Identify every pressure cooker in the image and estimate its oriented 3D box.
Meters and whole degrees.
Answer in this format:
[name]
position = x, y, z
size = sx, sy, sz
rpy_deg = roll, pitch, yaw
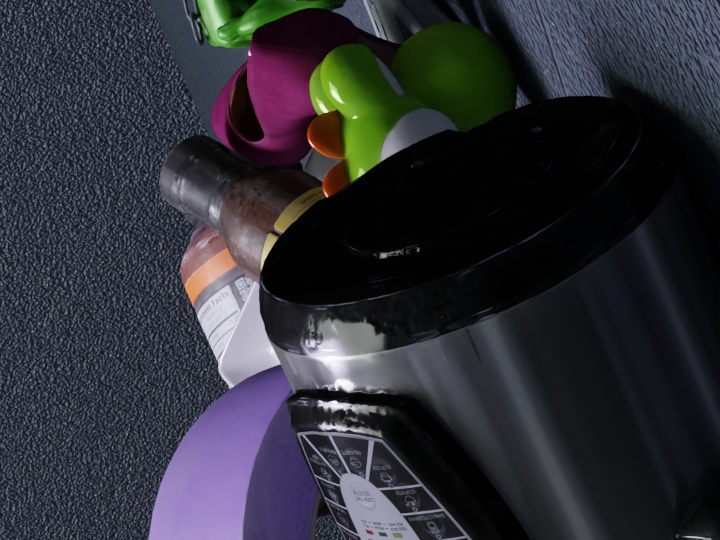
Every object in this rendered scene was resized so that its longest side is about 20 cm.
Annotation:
[pressure cooker]
position = 0.072, 0.054, 1.078
size = 0.176, 0.178, 0.201
rpy_deg = -82, -30, -66

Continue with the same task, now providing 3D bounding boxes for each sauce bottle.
[sauce bottle]
position = -0.021, -0.011, 1.380
size = 0.200, 0.065, 0.065
rpy_deg = 34, 157, 36

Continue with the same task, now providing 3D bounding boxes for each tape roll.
[tape roll]
position = 0.014, 0.129, 1.209
size = 0.085, 0.200, 0.201
rpy_deg = -20, 97, 56

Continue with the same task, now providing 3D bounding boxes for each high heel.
[high heel]
position = -0.052, -0.097, 1.382
size = 0.200, 0.096, 0.068
rpy_deg = -16, 68, 59

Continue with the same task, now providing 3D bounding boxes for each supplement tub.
[supplement tub]
position = -0.031, 0.027, 1.530
size = 0.107, 0.107, 0.201
rpy_deg = 87, 159, -77

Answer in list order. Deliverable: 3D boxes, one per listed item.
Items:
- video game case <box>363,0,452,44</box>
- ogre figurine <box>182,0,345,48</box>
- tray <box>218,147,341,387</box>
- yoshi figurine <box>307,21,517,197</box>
[video game case]
position = 0.059, -0.059, 1.463
size = 0.201, 0.022, 0.182
rpy_deg = 68, 173, -32
[ogre figurine]
position = -0.037, -0.184, 1.360
size = 0.200, 0.098, 0.120
rpy_deg = 157, 96, -77
[tray]
position = 0.000, 0.000, 1.419
size = 0.107, 0.022, 0.201
rpy_deg = 41, 119, 31
[yoshi figurine]
position = 0.065, -0.035, 1.278
size = 0.200, 0.112, 0.112
rpy_deg = 51, -148, -2
